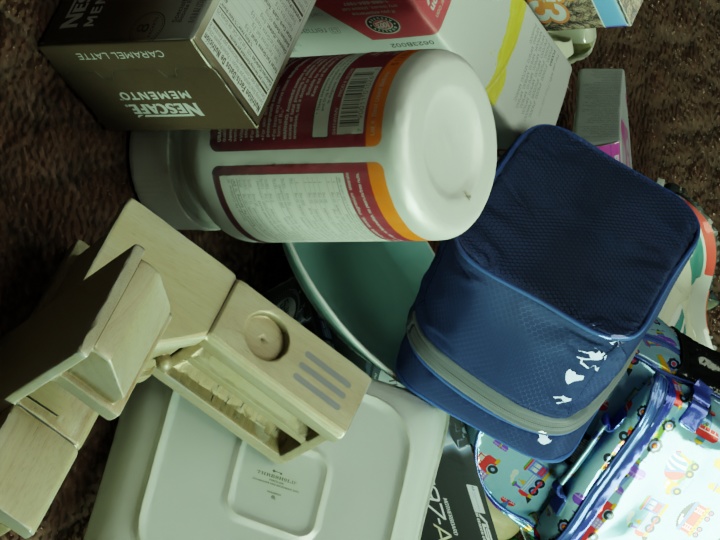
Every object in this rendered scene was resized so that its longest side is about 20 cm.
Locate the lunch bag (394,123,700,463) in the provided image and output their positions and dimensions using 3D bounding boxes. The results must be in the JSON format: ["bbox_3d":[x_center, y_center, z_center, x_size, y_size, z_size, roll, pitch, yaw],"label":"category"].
[{"bbox_3d":[0.114,0.015,1.563,0.200,0.136,0.132,-49,168,-51],"label":"lunch bag"}]

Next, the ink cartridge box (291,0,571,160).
[{"bbox_3d":[0.026,-0.149,1.598,0.200,0.145,0.084,46,54,-46],"label":"ink cartridge box"}]

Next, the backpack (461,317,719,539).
[{"bbox_3d":[0.158,0.109,1.688,0.200,0.183,0.135,34,17,-17],"label":"backpack"}]

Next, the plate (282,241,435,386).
[{"bbox_3d":[0.000,0.000,1.607,0.200,0.026,0.200,44,26,-28],"label":"plate"}]

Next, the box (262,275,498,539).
[{"bbox_3d":[0.014,0.113,1.601,0.160,0.043,0.200,20,49,-54],"label":"box"}]

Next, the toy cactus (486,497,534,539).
[{"bbox_3d":[0.118,0.178,1.807,0.165,0.102,0.201,22,73,-34],"label":"toy cactus"}]

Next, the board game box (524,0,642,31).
[{"bbox_3d":[0.101,-0.243,1.662,0.097,0.200,0.160,59,45,-37],"label":"board game box"}]

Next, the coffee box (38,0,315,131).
[{"bbox_3d":[-0.087,-0.182,1.460,0.080,0.114,0.200,54,49,-42],"label":"coffee box"}]

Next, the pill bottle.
[{"bbox_3d":[-0.030,-0.071,1.465,0.109,0.200,0.110,0,90,-56],"label":"pill bottle"}]

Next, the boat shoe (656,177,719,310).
[{"bbox_3d":[0.246,0.026,1.931,0.076,0.060,0.201,72,22,-73],"label":"boat shoe"}]

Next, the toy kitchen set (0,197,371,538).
[{"bbox_3d":[-0.097,0.081,1.339,0.180,0.163,0.200,37,55,-15],"label":"toy kitchen set"}]

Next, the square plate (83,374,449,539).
[{"bbox_3d":[-0.051,0.130,1.470,0.200,0.028,0.199,20,60,-13],"label":"square plate"}]

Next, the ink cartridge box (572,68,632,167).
[{"bbox_3d":[0.179,-0.022,1.833,0.200,0.043,0.197,-77,163,-63],"label":"ink cartridge box"}]

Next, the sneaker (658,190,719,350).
[{"bbox_3d":[0.202,0.044,1.781,0.093,0.070,0.200,-21,125,-24],"label":"sneaker"}]

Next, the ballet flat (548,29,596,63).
[{"bbox_3d":[0.135,-0.166,1.833,0.200,0.069,0.070,-36,119,-51],"label":"ballet flat"}]
